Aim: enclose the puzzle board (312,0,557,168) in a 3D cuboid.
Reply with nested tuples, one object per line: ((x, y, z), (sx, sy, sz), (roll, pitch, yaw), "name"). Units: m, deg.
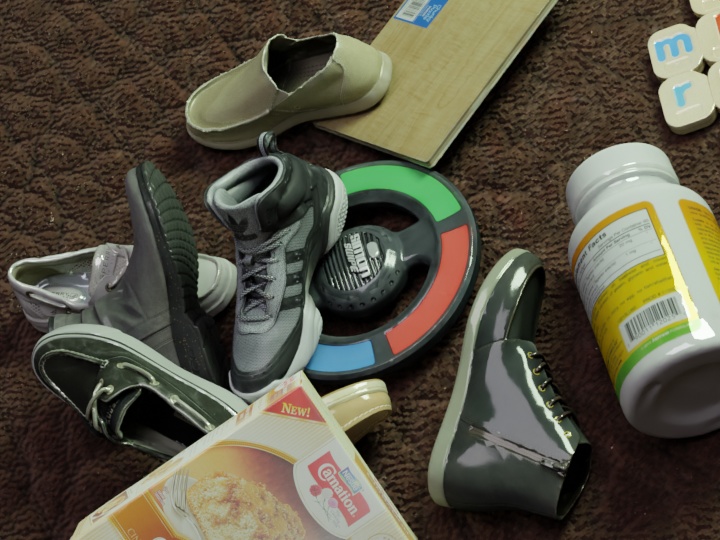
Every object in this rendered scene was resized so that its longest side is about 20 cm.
((0.067, -0.177, 1.820), (0.150, 0.017, 0.200), (22, 70, 47), "puzzle board")

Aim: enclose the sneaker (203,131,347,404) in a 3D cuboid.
((-0.079, -0.005, 1.686), (0.075, 0.114, 0.201), (1, 66, 34), "sneaker")

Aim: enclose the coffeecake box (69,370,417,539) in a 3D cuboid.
((-0.080, 0.192, 1.574), (0.200, 0.154, 0.073), (-35, 6, 2), "coffeecake box")

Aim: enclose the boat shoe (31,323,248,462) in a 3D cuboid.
((-0.175, 0.097, 1.685), (0.199, 0.064, 0.071), (20, 112, 22), "boat shoe")

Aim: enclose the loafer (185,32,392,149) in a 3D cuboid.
((-0.070, -0.158, 1.845), (0.199, 0.068, 0.076), (-15, 49, 28), "loafer")

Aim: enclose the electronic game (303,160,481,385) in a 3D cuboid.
((0.000, 0.000, 1.735), (0.199, 0.042, 0.201), (-13, 54, 19), "electronic game")

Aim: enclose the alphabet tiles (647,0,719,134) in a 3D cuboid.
((0.323, -0.174, 1.704), (0.199, 0.015, 0.196), (-19, 53, 15), "alphabet tiles")

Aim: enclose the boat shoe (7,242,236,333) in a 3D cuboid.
((-0.199, 0.011, 1.808), (0.199, 0.069, 0.071), (-7, 54, 22), "boat shoe")

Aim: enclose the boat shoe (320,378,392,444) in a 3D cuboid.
((-0.052, 0.158, 1.645), (0.200, 0.074, 0.069), (-36, 69, 2), "boat shoe")

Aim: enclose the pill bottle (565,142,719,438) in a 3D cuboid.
((0.212, 0.009, 1.577), (0.111, 0.111, 0.201), (-24, 51, 10), "pill bottle")

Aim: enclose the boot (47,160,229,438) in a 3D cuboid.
((-0.191, 0.024, 1.748), (0.131, 0.070, 0.201), (-16, 85, 14), "boot")

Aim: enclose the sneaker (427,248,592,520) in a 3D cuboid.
((0.128, 0.085, 1.603), (0.106, 0.075, 0.201), (9, 73, 26), "sneaker")
